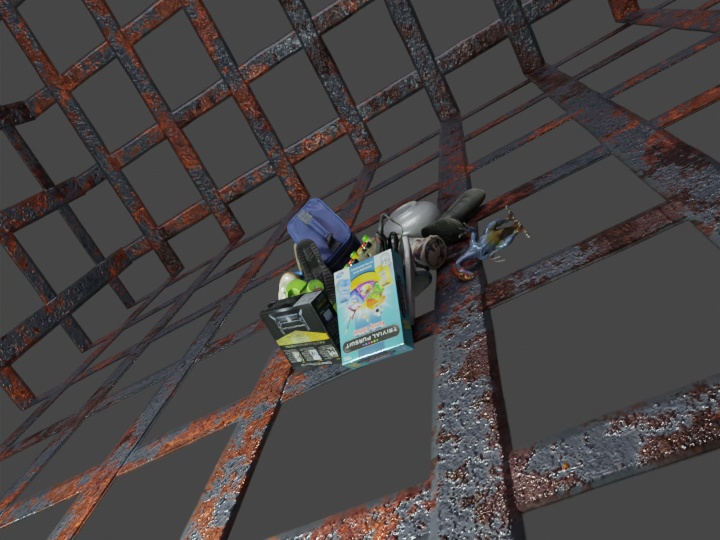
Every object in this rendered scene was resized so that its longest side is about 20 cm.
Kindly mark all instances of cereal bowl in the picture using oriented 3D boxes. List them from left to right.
[{"bbox_3d":[0.143,-0.145,1.781,0.196,0.085,0.201,-30,16,10],"label":"cereal bowl"}]

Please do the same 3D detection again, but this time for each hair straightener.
[{"bbox_3d":[0.064,-0.039,1.358,0.075,0.205,0.041,-16,34,-21],"label":"hair straightener"}]

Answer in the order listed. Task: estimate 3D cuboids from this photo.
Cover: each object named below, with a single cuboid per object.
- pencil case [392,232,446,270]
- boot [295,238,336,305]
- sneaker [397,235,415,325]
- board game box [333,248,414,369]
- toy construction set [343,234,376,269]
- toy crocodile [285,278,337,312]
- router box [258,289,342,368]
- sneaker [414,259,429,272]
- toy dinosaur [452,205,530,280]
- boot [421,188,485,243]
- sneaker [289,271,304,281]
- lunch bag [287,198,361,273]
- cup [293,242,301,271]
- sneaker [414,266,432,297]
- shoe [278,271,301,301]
[{"bbox_3d":[0.138,-0.048,1.503,0.076,0.092,0.199,-18,10,-25],"label":"pencil case"},{"bbox_3d":[-0.103,0.040,1.492,0.075,0.205,0.139,-13,-26,-7],"label":"boot"},{"bbox_3d":[0.067,0.020,1.289,0.096,0.071,0.206,-5,66,15],"label":"sneaker"},{"bbox_3d":[0.024,0.079,1.220,0.148,0.047,0.206,-22,60,28],"label":"board game box"},{"bbox_3d":[0.000,0.000,1.440,0.131,0.090,0.204,-49,18,55],"label":"toy construction set"},{"bbox_3d":[-0.084,0.087,1.356,0.062,0.198,0.068,-47,-7,-37],"label":"toy crocodile"},{"bbox_3d":[-0.119,0.135,1.333,0.197,0.160,0.052,-12,23,46],"label":"router box"},{"bbox_3d":[0.097,0.016,1.461,0.077,0.077,0.199,5,-11,-25],"label":"sneaker"},{"bbox_3d":[0.285,-0.045,1.329,0.180,0.106,0.199,-40,-24,14],"label":"toy dinosaur"},{"bbox_3d":[0.273,-0.150,1.612,0.197,0.074,0.180,-32,17,-25],"label":"boot"},{"bbox_3d":[-0.113,0.043,1.608,0.193,0.083,0.076,4,68,14],"label":"sneaker"},{"bbox_3d":[-0.096,-0.085,1.617,0.136,0.199,0.132,-47,-27,-2],"label":"lunch bag"},{"bbox_3d":[-0.117,-0.051,1.776,0.200,0.144,0.200,-43,0,0],"label":"cup"},{"bbox_3d":[0.079,0.070,1.345,0.197,0.078,0.087,-31,34,13],"label":"sneaker"},{"bbox_3d":[-0.167,0.101,1.485,0.067,0.206,0.054,0,29,2],"label":"shoe"}]
